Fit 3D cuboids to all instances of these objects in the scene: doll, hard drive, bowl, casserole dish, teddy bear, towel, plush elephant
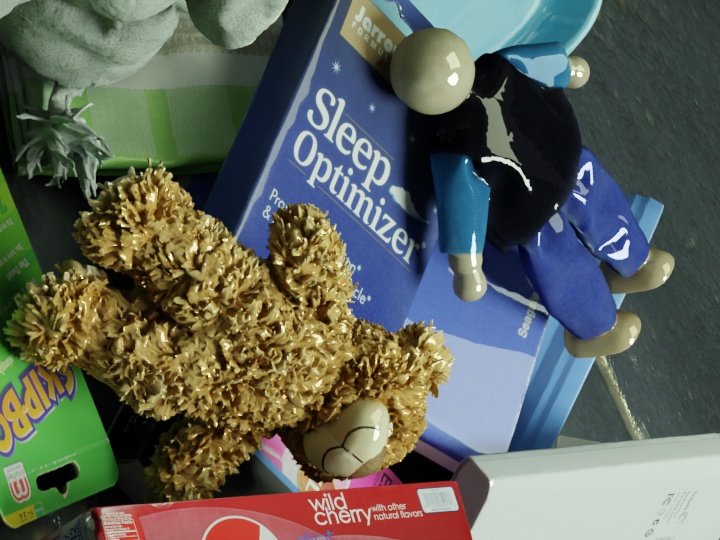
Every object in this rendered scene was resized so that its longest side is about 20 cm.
[{"bbox_3d":[0.077,-0.040,1.232,0.200,0.048,0.137,50,60,-37],"label":"doll"},{"bbox_3d":[0.104,0.143,1.306,0.199,0.132,0.027,-2,37,-42],"label":"hard drive"},{"bbox_3d":[0.105,0.047,1.414,0.039,0.201,0.201,26,29,5],"label":"bowl"},{"bbox_3d":[0.000,0.000,1.256,0.199,0.025,0.133,30,60,-19],"label":"hard drive"},{"bbox_3d":[0.052,-0.140,1.312,0.200,0.039,0.122,-44,124,-36],"label":"casserole dish"},{"bbox_3d":[-0.051,0.035,1.094,0.200,0.145,0.067,50,-3,-29],"label":"teddy bear"},{"bbox_3d":[-0.105,-0.139,1.223,0.148,0.031,0.201,-3,67,-23],"label":"towel"},{"bbox_3d":[-0.113,-0.150,1.119,0.164,0.155,0.201,3,68,-24],"label":"plush elephant"}]

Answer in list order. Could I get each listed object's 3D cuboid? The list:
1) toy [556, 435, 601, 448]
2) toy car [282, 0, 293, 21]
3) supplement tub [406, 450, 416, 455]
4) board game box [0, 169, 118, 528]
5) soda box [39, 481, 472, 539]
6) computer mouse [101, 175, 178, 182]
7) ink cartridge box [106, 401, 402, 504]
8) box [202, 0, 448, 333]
[{"bbox_3d":[0.113,0.192,1.416,0.115,0.047,0.201,13,87,-50],"label":"toy"},{"bbox_3d":[-0.021,-0.167,1.409,0.184,0.176,0.201,-50,144,-48],"label":"toy car"},{"bbox_3d":[0.038,0.013,1.371,0.107,0.106,0.200,57,33,-20],"label":"supplement tub"},{"bbox_3d":[-0.166,0.008,1.082,0.095,0.030,0.201,-18,83,-64],"label":"board game box"},{"bbox_3d":[-0.044,0.133,1.096,0.199,0.070,0.064,1,66,-40],"label":"soda box"},{"bbox_3d":[-0.058,-0.038,1.303,0.200,0.046,0.141,-21,87,-65],"label":"computer mouse"},{"bbox_3d":[-0.037,0.107,1.211,0.200,0.037,0.095,50,52,-36],"label":"ink cartridge box"},{"bbox_3d":[-0.006,-0.048,1.200,0.121,0.032,0.201,41,60,-40],"label":"box"}]
